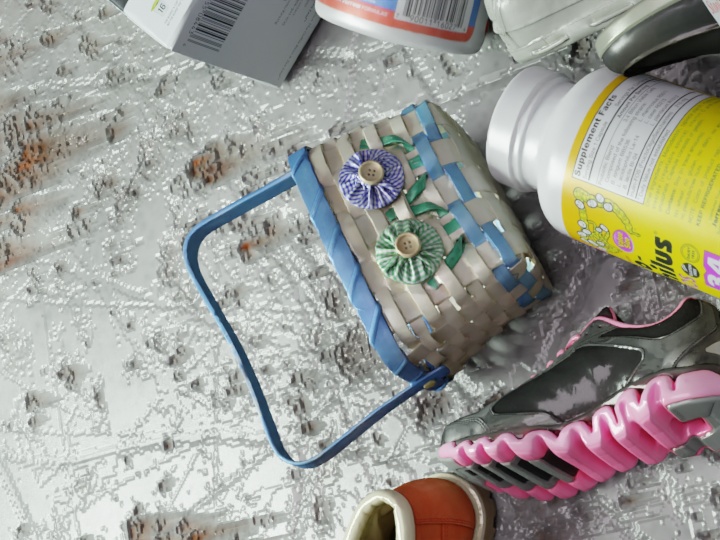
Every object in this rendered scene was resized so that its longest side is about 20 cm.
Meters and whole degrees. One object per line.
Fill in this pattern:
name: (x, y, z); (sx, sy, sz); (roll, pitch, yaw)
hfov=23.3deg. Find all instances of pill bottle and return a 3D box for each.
pill bottle: (0.172, -0.053, 0.993); (0.199, 0.104, 0.105); (24, 97, 32)
pill bottle: (0.045, -0.243, 1.072); (0.112, 0.112, 0.202); (22, 106, 32)

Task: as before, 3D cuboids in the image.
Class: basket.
basket: (0.000, 0.000, 1.074); (0.199, 0.139, 0.177); (-35, 68, 14)

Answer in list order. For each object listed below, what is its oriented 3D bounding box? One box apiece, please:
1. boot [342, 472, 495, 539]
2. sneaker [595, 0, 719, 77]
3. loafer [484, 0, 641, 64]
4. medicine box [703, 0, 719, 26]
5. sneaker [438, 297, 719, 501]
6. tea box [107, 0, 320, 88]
boot: (0.008, 0.219, 1.065); (0.075, 0.107, 0.202); (21, 97, 30)
sneaker: (0.232, -0.117, 0.943); (0.198, 0.075, 0.107); (-17, 86, 14)
loafer: (0.169, -0.174, 1.019); (0.198, 0.070, 0.070); (-14, 117, 24)
medicine box: (0.272, -0.157, 0.853); (0.181, 0.103, 0.201); (-35, 94, -1)
sneaker: (0.135, 0.072, 1.033); (0.199, 0.079, 0.096); (-19, 53, 28)
tea box: (-0.100, -0.267, 1.170); (0.196, 0.133, 0.201); (40, 105, 29)
